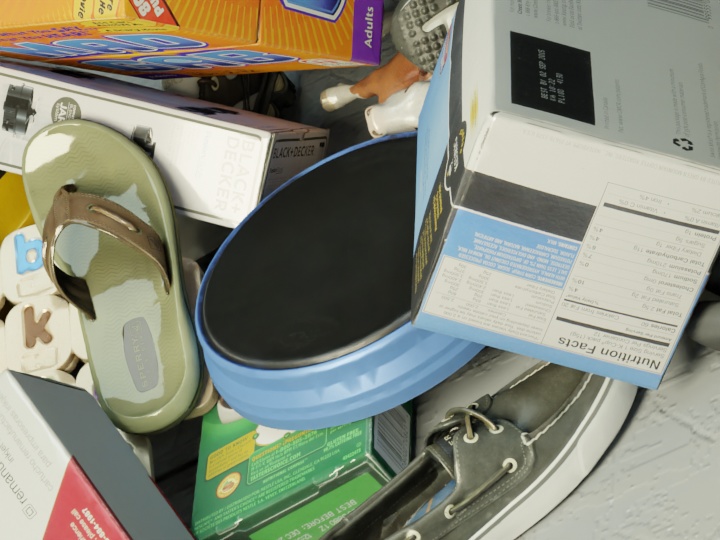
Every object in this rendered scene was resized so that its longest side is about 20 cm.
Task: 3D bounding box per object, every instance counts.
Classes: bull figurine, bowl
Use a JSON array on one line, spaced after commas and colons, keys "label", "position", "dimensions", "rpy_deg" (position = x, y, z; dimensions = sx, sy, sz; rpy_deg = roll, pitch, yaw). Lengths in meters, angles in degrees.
[{"label": "bull figurine", "position": [0.041, -0.118, 1.655], "dimensions": [0.121, 0.065, 0.200], "rpy_deg": [-17, 25, 40]}, {"label": "bowl", "position": [0.000, 0.000, 1.509], "dimensions": [0.201, 0.039, 0.201], "rpy_deg": [-22, 34, 16]}]

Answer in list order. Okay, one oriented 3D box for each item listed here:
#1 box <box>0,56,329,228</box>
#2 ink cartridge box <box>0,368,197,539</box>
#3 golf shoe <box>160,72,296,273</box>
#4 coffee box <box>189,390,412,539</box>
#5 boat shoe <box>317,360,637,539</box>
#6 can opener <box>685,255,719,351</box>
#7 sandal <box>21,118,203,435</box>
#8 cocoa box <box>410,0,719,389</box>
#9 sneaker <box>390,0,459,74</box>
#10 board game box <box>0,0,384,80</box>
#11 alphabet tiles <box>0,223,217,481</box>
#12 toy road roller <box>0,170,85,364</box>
[{"label": "box", "position": [-0.131, -0.076, 1.656], "dimensions": [0.117, 0.200, 0.060], "rpy_deg": [-15, -62, -74]}, {"label": "ink cartridge box", "position": [-0.192, 0.175, 1.472], "dimensions": [0.200, 0.083, 0.146], "rpy_deg": [-46, 62, 13]}, {"label": "golf shoe", "position": [-0.101, -0.076, 1.761], "dimensions": [0.078, 0.094, 0.200], "rpy_deg": [-27, 35, 25]}, {"label": "coffee box", "position": [-0.028, 0.069, 1.532], "dimensions": [0.123, 0.044, 0.200], "rpy_deg": [-29, 33, 22]}, {"label": "boat shoe", "position": [0.054, 0.100, 1.377], "dimensions": [0.200, 0.057, 0.069], "rpy_deg": [-46, 29, -3]}, {"label": "can opener", "position": [0.226, 0.016, 1.284], "dimensions": [0.200, 0.066, 0.053], "rpy_deg": [-2, 67, 57]}, {"label": "sandal", "position": [-0.139, -0.005, 1.552], "dimensions": [0.080, 0.057, 0.201], "rpy_deg": [-30, 60, 13]}, {"label": "cocoa box", "position": [0.105, -0.060, 1.390], "dimensions": [0.200, 0.133, 0.131], "rpy_deg": [-86, 13, -56]}, {"label": "sneaker", "position": [0.109, -0.154, 1.589], "dimensions": [0.200, 0.074, 0.080], "rpy_deg": [-15, 15, -14]}, {"label": "board game box", "position": [-0.121, -0.224, 1.620], "dimensions": [0.200, 0.200, 0.200], "rpy_deg": [0, 86, 45]}, {"label": "alphabet tiles", "position": [-0.177, 0.061, 1.580], "dimensions": [0.200, 0.015, 0.196], "rpy_deg": [-16, 60, 12]}, {"label": "toy road roller", "position": [-0.213, 0.019, 1.748], "dimensions": [0.146, 0.123, 0.200], "rpy_deg": [-48, 24, 1]}]
